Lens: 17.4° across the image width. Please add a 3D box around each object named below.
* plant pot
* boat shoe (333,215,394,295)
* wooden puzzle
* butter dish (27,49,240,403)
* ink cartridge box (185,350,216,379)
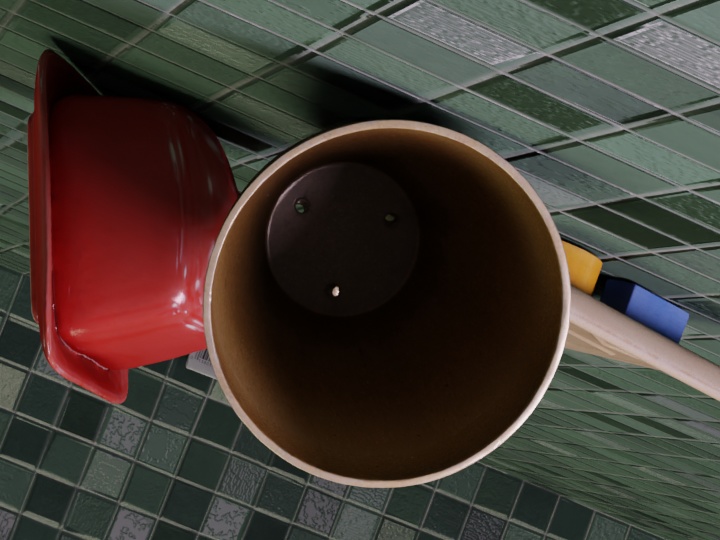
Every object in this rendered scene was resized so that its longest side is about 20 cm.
[{"bbox_3d":[0.000,0.000,1.266,0.186,0.187,0.200,23,-174,-12],"label":"plant pot"},{"bbox_3d":[0.022,0.011,1.619,0.074,0.069,0.200,17,172,35],"label":"boat shoe"},{"bbox_3d":[0.123,0.014,1.470,0.185,0.046,0.200,27,175,-37],"label":"wooden puzzle"},{"bbox_3d":[-0.119,-0.026,1.460,0.147,0.201,0.200,-3,169,7],"label":"butter dish"},{"bbox_3d":[-0.146,0.148,3.284,0.162,0.057,0.200,20,-179,10],"label":"ink cartridge box"}]
